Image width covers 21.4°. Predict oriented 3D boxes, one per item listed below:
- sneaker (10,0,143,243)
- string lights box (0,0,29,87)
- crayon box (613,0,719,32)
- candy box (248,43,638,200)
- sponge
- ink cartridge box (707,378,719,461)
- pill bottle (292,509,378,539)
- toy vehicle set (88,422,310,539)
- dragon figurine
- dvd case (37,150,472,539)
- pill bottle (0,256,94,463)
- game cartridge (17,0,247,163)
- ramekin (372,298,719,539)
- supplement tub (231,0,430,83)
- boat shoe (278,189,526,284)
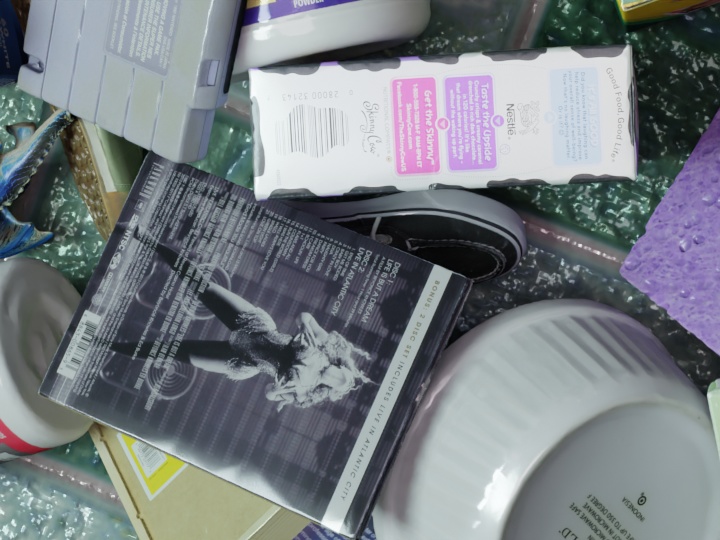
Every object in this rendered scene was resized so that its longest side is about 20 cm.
[{"bbox_3d":[-0.140,-0.121,1.116,0.089,0.067,0.201,-24,109,-19],"label":"sneaker"},{"bbox_3d":[-0.257,-0.123,1.066,0.102,0.200,0.059,-14,93,8],"label":"string lights box"},{"bbox_3d":[0.225,-0.188,1.005,0.199,0.173,0.059,-19,92,9],"label":"crayon box"},{"bbox_3d":[0.052,-0.082,1.041,0.198,0.168,0.072,-3,95,9],"label":"candy box"},{"bbox_3d":[0.232,-0.054,1.053,0.030,0.112,0.201,24,101,-38],"label":"sponge"},{"bbox_3d":[0.286,0.111,0.962,0.198,0.048,0.147,-11,91,12],"label":"ink cartridge box"},{"bbox_3d":[-0.024,0.137,1.099,0.200,0.111,0.111,-43,88,10],"label":"pill bottle"},{"bbox_3d":[-0.091,0.084,1.085,0.124,0.026,0.200,-43,47,10],"label":"toy vehicle set"},{"bbox_3d":[-0.221,-0.036,1.118,0.199,0.059,0.100,-12,84,33],"label":"dragon figurine"},{"bbox_3d":[-0.058,0.037,1.019,0.199,0.016,0.150,22,83,19],"label":"dvd case"},{"bbox_3d":[-0.259,0.070,1.119,0.199,0.111,0.112,-18,92,24],"label":"pill bottle"},{"bbox_3d":[-0.112,-0.170,1.001,0.129,0.038,0.201,24,112,25],"label":"game cartridge"},{"bbox_3d":[0.115,0.123,1.037,0.201,0.094,0.204,-11,114,-25],"label":"ramekin"},{"bbox_3d":[-0.048,-0.214,1.056,0.144,0.145,0.202,-12,93,9],"label":"supplement tub"},{"bbox_3d":[0.000,-0.002,1.077,0.198,0.068,0.074,3,136,-13],"label":"boat shoe"}]
